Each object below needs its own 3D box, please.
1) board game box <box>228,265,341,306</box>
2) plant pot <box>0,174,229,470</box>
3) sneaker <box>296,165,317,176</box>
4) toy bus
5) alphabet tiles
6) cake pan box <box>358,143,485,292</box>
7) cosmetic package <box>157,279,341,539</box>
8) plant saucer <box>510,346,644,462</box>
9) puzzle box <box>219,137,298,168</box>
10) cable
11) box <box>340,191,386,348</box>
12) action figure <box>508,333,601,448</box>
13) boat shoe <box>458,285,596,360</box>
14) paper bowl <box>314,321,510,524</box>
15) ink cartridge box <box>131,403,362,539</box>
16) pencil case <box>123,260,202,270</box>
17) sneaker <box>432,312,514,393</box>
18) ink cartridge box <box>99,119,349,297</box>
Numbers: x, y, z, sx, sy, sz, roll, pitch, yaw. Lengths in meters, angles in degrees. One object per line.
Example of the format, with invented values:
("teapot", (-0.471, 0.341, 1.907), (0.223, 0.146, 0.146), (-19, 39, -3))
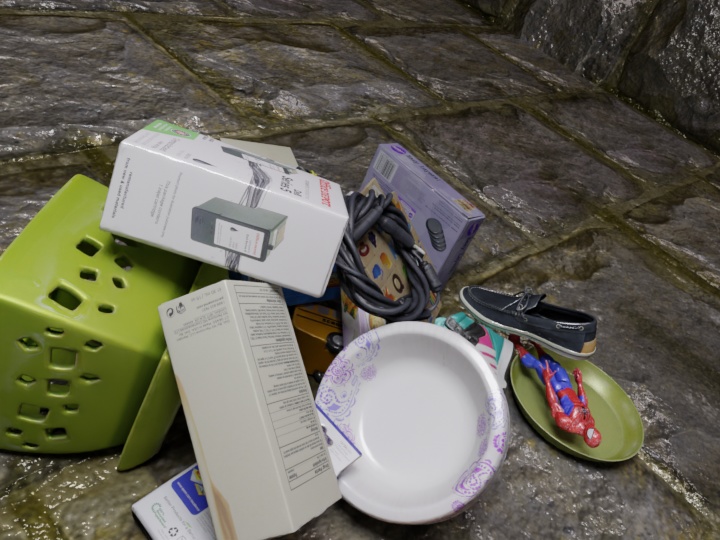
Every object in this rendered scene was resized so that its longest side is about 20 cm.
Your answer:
("board game box", (-0.114, -0.019, 0.873), (0.200, 0.056, 0.196), (-7, 24, -36))
("plant pot", (-0.245, 0.061, 0.633), (0.181, 0.200, 0.199), (23, 34, -13))
("sneaker", (-0.066, -0.096, 0.893), (0.199, 0.085, 0.074), (10, 20, 6))
("toy bus", (0.003, 0.106, 0.823), (0.199, 0.065, 0.078), (18, 33, -7))
("alphabet tiles", (0.047, -0.013, 0.827), (0.200, 0.006, 0.166), (61, 31, -17))
("cake pan box", (0.065, -0.065, 0.981), (0.052, 0.184, 0.200), (-14, 48, -47))
("cosmetic package", (-0.091, 0.114, 0.551), (0.105, 0.071, 0.201), (14, 57, -69))
("plant saucer", (0.295, 0.189, 0.911), (0.199, 0.031, 0.200), (15, 35, -11))
("puzzle box", (-0.161, -0.155, 1.107), (0.133, 0.025, 0.200), (4, 39, -26))
("cable", (0.030, -0.018, 0.743), (0.200, 0.051, 0.164), (1, 72, -58))
("box", (0.000, 0.000, 0.798), (0.041, 0.039, 0.201), (14, 59, -30))
("action figure", (0.266, 0.152, 0.879), (0.065, 0.052, 0.200), (9, 38, -27))
("boat shoe", (0.232, 0.057, 0.907), (0.200, 0.062, 0.075), (23, 31, 25))
("paper bowl", (0.058, 0.162, 0.694), (0.201, 0.201, 0.104), (44, -3, 27))
("ink cartridge box", (-0.102, 0.204, 0.620), (0.200, 0.037, 0.095), (-31, 60, -31))
("pencil case", (-0.204, -0.025, 0.757), (0.078, 0.200, 0.090), (35, 21, -36))
("sneaker", (0.131, 0.120, 0.858), (0.121, 0.084, 0.200), (32, 28, 4))
("ink cartridge box", (-0.119, -0.062, 0.617), (0.199, 0.084, 0.146), (18, 17, -11))
